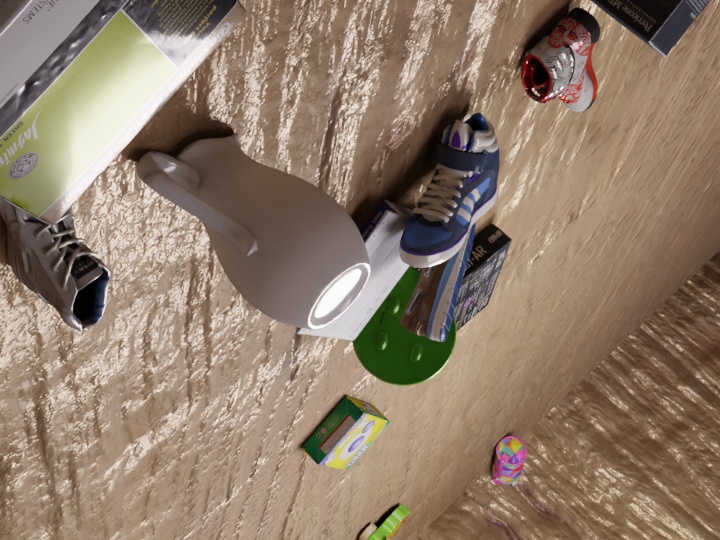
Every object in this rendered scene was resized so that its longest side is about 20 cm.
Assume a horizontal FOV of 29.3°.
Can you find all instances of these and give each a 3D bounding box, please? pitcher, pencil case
[{"bbox_3d":[-0.099,-0.039,1.241,0.122,0.200,0.171,-55,159,20],"label":"pitcher"},{"bbox_3d":[0.390,0.504,3.619,0.088,0.088,0.200,-42,159,-18],"label":"pencil case"}]

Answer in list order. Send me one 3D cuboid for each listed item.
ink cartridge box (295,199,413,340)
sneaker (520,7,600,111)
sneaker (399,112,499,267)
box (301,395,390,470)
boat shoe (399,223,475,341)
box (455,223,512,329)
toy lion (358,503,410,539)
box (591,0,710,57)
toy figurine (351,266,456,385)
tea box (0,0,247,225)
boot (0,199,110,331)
[{"bbox_3d":[0.000,0.000,1.788,0.197,0.043,0.200,-53,159,9],"label":"ink cartridge box"},{"bbox_3d":[0.260,-0.254,1.830,0.108,0.067,0.202,-42,157,-15],"label":"sneaker"},{"bbox_3d":[0.107,-0.113,1.718,0.200,0.080,0.147,-44,140,-38],"label":"sneaker"},{"bbox_3d":[-0.019,0.275,2.293,0.117,0.048,0.200,-49,163,3],"label":"box"},{"bbox_3d":[0.102,-0.011,1.810,0.072,0.072,0.201,69,36,-71],"label":"boat shoe"},{"bbox_3d":[0.158,0.035,2.212,0.160,0.043,0.200,-39,159,-26],"label":"box"},{"bbox_3d":[0.033,0.616,3.087,0.200,0.069,0.192,-54,168,19],"label":"toy lion"},{"bbox_3d":[0.367,-0.389,1.666,0.200,0.148,0.107,-53,161,14],"label":"box"},{"bbox_3d":[0.075,0.066,2.020,0.184,0.149,0.201,27,80,-85],"label":"toy figurine"},{"bbox_3d":[-0.205,-0.162,0.856,0.200,0.134,0.197,-47,161,-2],"label":"tea box"},{"bbox_3d":[-0.239,-0.030,1.103,0.073,0.096,0.200,-39,160,-24],"label":"boot"}]
